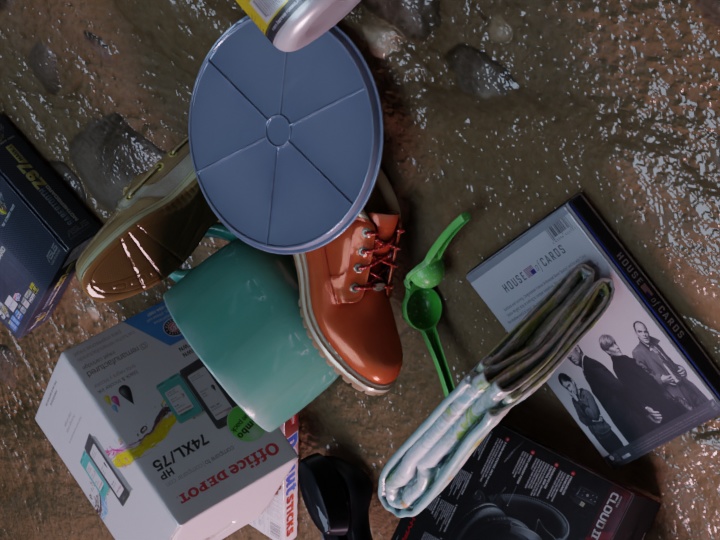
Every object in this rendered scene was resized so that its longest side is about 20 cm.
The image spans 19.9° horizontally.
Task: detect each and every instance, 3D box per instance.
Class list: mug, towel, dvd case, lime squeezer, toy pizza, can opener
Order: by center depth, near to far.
[{"bbox_3d":[0.103,0.093,1.571,0.048,0.171,0.200,45,142,6],"label":"towel"},{"bbox_3d":[0.186,0.051,1.611,0.200,0.025,0.150,53,142,0],"label":"dvd case"},{"bbox_3d":[-0.059,-0.114,1.677,0.199,0.032,0.202,4,96,35],"label":"toy pizza"},{"bbox_3d":[0.059,0.022,1.692,0.071,0.037,0.201,-121,26,-49],"label":"lime squeezer"},{"bbox_3d":[-0.090,0.033,1.775,0.185,0.114,0.152,52,-177,-11],"label":"mug"},{"bbox_3d":[-0.008,0.265,1.908,0.063,0.078,0.201,-28,79,50],"label":"can opener"}]

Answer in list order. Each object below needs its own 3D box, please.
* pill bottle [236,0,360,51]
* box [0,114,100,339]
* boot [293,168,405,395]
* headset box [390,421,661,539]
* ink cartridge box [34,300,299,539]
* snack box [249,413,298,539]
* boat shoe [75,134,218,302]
[{"bbox_3d":[-0.080,-0.273,1.553,0.200,0.112,0.112,50,142,3],"label":"pill bottle"},{"bbox_3d":[-0.355,-0.041,2.066,0.158,0.051,0.200,49,142,6],"label":"box"},{"bbox_3d":[0.000,0.000,1.695,0.107,0.075,0.201,-27,80,43],"label":"boot"},{"bbox_3d":[0.140,0.219,1.686,0.199,0.077,0.150,25,90,29],"label":"headset box"},{"bbox_3d":[-0.185,0.159,1.941,0.200,0.146,0.146,53,147,14],"label":"ink cartridge box"},{"bbox_3d":[-0.094,0.178,1.994,0.072,0.024,0.201,30,137,29],"label":"snack box"},{"bbox_3d":[-0.169,-0.053,1.765,0.066,0.200,0.074,38,163,42],"label":"boat shoe"}]
